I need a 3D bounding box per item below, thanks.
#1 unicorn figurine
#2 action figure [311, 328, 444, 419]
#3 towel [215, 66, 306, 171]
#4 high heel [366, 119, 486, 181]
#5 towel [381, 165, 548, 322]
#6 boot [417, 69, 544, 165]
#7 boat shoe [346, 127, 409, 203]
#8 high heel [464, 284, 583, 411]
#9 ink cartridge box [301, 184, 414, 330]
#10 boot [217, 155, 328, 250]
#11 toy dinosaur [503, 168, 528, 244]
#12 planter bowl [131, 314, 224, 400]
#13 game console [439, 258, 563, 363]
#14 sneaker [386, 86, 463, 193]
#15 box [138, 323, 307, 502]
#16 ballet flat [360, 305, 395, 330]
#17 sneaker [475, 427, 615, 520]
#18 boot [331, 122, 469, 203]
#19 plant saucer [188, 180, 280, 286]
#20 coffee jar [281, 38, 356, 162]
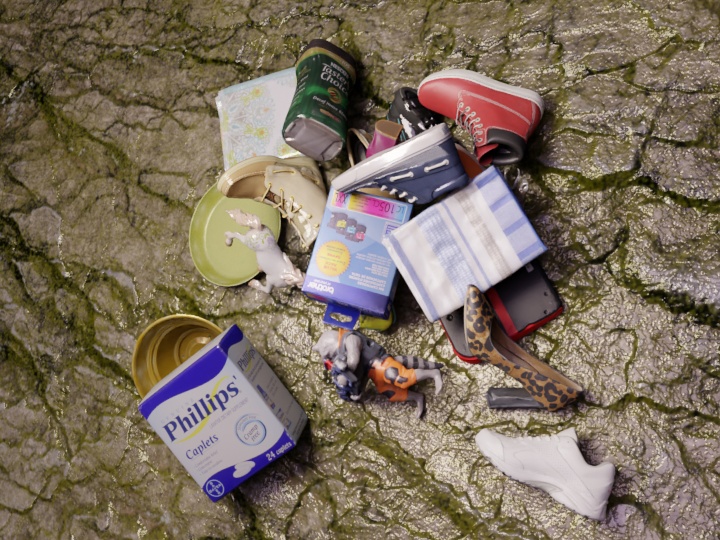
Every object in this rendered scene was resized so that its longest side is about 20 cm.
[{"bbox_3d":[-0.140,-0.015,1.313,0.136,0.200,0.075,-2,51,47],"label":"unicorn figurine"},{"bbox_3d":[0.018,0.148,1.210,0.191,0.200,0.106,27,72,1],"label":"action figure"},{"bbox_3d":[-0.157,-0.258,1.422,0.196,0.048,0.175,-13,74,13],"label":"towel"},{"bbox_3d":[0.099,-0.147,1.214,0.197,0.097,0.068,22,53,7],"label":"high heel"},{"bbox_3d":[0.143,-0.037,1.138,0.198,0.024,0.149,-32,80,13],"label":"towel"},{"bbox_3d":[0.161,-0.223,1.202,0.197,0.073,0.145,17,53,19],"label":"boot"},{"bbox_3d":[0.019,-0.141,1.301,0.071,0.076,0.202,-33,67,15],"label":"boat shoe"},{"bbox_3d":[0.223,0.103,1.110,0.140,0.071,0.203,-7,113,30],"label":"high heel"},{"bbox_3d":[-0.005,-0.011,1.218,0.134,0.076,0.204,14,81,10],"label":"ink cartridge box"},{"bbox_3d":[-0.121,-0.105,1.309,0.073,0.198,0.157,-49,62,40],"label":"boot"},{"bbox_3d":[0.186,-0.042,1.182,0.199,0.077,0.103,-41,53,13],"label":"toy dinosaur"},{"bbox_3d":[-0.279,0.158,1.370,0.196,0.084,0.205,2,106,8],"label":"planter bowl"},{"bbox_3d":[0.184,0.018,1.212,0.175,0.031,0.203,-31,67,12],"label":"game console"},{"bbox_3d":[0.107,-0.194,1.284,0.079,0.075,0.202,-47,65,43],"label":"sneaker"},{"bbox_3d":[-0.216,0.226,1.281,0.183,0.105,0.201,-36,97,16],"label":"box"},{"bbox_3d":[0.000,0.000,1.279,0.066,0.067,0.204,-10,72,-20],"label":"ballet flat"},{"bbox_3d":[0.255,0.254,1.102,0.197,0.078,0.101,24,84,20],"label":"sneaker"},{"bbox_3d":[0.054,-0.128,1.153,0.197,0.073,0.092,-20,103,32],"label":"boot"},{"bbox_3d":[-0.218,-0.070,1.437,0.196,0.031,0.204,-7,75,26],"label":"plant saucer"},{"bbox_3d":[-0.064,-0.285,1.328,0.085,0.103,0.203,-39,35,45],"label":"coffee jar"}]
